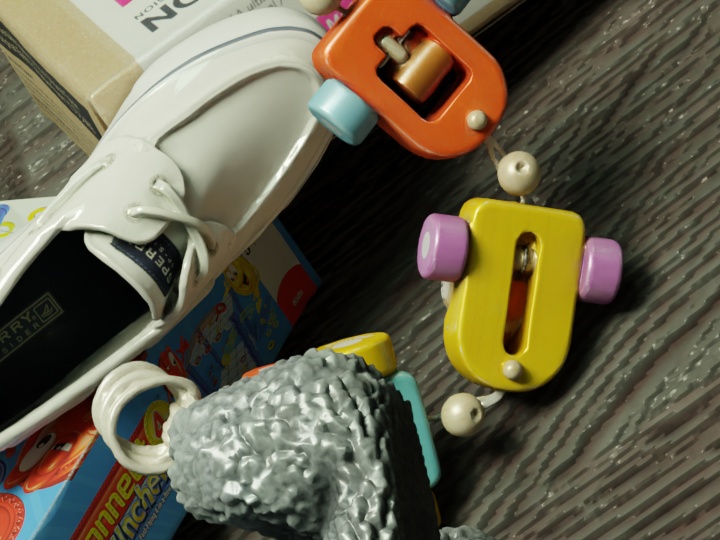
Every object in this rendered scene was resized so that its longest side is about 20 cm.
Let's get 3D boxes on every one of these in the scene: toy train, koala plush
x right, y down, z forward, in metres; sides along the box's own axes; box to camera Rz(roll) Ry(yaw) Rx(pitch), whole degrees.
[{"bbox_3d":[0.000,0.000,1.009,0.201,0.150,0.056,-56,12,-6],"label":"toy train"},{"bbox_3d":[-0.060,0.151,0.881,0.199,0.178,0.185,-12,55,14],"label":"koala plush"}]

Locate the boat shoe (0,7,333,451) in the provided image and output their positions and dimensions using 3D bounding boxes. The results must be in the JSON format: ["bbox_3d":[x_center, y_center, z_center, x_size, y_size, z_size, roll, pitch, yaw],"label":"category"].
[{"bbox_3d":[-0.076,-0.006,1.015,0.200,0.074,0.065,-47,24,1],"label":"boat shoe"}]

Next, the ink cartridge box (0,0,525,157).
[{"bbox_3d":[-0.033,-0.117,1.127,0.200,0.075,0.165,-36,29,-9],"label":"ink cartridge box"}]

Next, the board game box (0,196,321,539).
[{"bbox_3d":[-0.142,0.060,1.105,0.199,0.056,0.196,-4,43,38],"label":"board game box"}]
